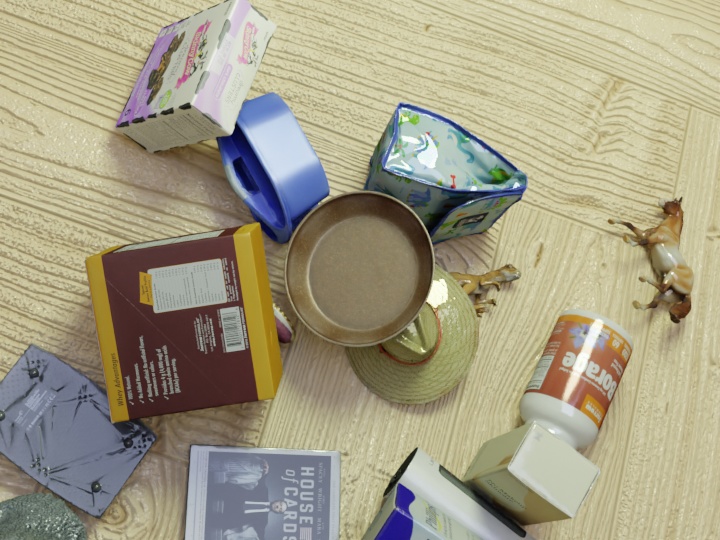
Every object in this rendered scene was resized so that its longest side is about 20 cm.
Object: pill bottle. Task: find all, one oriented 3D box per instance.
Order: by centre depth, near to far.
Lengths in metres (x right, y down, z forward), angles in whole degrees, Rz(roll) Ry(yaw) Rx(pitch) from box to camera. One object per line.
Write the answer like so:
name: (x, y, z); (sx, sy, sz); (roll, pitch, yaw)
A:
pill bottle: (0.281, 0.164, 1.396); (0.111, 0.112, 0.202); (29, 71, -1)

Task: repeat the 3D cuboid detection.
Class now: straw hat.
straw hat: (0.060, 0.074, 1.364); (0.197, 0.085, 0.206); (-1, 82, 5)

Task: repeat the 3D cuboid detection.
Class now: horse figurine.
horse figurine: (0.436, -0.011, 1.504); (0.130, 0.050, 0.204); (0, 65, -29)

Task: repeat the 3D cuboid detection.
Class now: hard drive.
hard drive: (-0.367, 0.200, 1.295); (0.199, 0.042, 0.136); (36, 71, 0)

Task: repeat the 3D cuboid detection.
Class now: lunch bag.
lunch bag: (0.110, -0.116, 1.414); (0.196, 0.170, 0.130); (17, 71, -7)

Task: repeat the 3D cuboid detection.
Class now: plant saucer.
plant saucer: (0.000, 0.000, 1.333); (0.196, 0.037, 0.205); (-3, 77, 11)

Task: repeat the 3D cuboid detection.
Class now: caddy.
caddy: (-0.129, -0.135, 1.389); (0.104, 0.142, 0.202); (-27, 80, -22)

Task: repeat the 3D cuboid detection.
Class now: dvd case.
dvd case: (-0.123, 0.302, 1.323); (0.196, 0.025, 0.154); (4, 74, -9)

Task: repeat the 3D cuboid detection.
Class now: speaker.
speaker: (0.126, 0.318, 1.338); (0.199, 0.081, 0.082); (38, 70, 2)

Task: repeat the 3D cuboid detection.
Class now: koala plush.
koala plush: (-0.384, 0.340, 1.162); (0.174, 0.200, 0.187); (13, 75, -6)

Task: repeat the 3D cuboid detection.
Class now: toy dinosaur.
toy dinosaur: (0.128, 0.023, 1.446); (0.196, 0.061, 0.108); (4, 52, -18)

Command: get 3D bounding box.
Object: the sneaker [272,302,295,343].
sneaker: (-0.178, 0.050, 1.368); (0.199, 0.075, 0.091); (37, 83, 4)

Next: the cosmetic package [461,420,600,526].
cosmetic package: (0.208, 0.260, 1.306); (0.104, 0.200, 0.072); (36, 70, 2)

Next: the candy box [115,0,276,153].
candy box: (-0.219, -0.255, 1.373); (0.071, 0.198, 0.170); (34, 66, -34)

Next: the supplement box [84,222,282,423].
supplement box: (-0.209, 0.060, 1.266); (0.196, 0.133, 0.202); (-8, 97, 1)

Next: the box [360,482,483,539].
box: (0.077, 0.397, 1.255); (0.198, 0.105, 0.186); (33, 97, 1)
